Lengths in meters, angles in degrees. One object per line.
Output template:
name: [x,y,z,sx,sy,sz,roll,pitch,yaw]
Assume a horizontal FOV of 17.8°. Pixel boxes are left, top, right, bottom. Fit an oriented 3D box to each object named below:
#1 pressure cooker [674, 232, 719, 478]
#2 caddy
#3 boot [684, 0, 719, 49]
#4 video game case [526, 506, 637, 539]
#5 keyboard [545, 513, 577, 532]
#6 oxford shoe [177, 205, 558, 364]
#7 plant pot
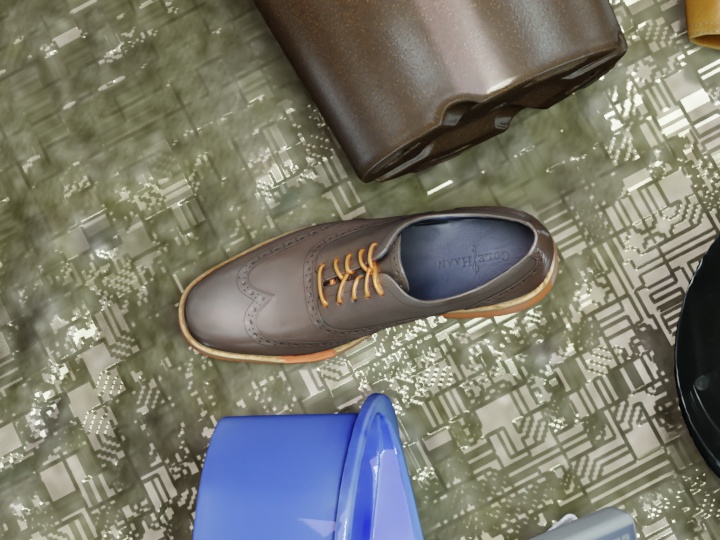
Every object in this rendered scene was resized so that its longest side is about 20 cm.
pressure cooker: [0.260,0.058,1.082,0.176,0.200,0.179,-45,53,14]
caddy: [-0.019,0.157,1.115,0.105,0.141,0.200,4,80,10]
boot: [0.176,-0.189,1.196,0.201,0.071,0.144,10,77,3]
video game case: [0.057,0.226,1.069,0.200,0.023,0.182,-19,107,-26]
keyboard: [0.149,0.214,1.151,0.056,0.011,0.200,-40,78,-2]
oxford shoe: [0.000,0.000,1.178,0.200,0.073,0.071,-14,78,4]
plant pot: [0.024,-0.162,1.157,0.200,0.200,0.198,-26,86,1]
